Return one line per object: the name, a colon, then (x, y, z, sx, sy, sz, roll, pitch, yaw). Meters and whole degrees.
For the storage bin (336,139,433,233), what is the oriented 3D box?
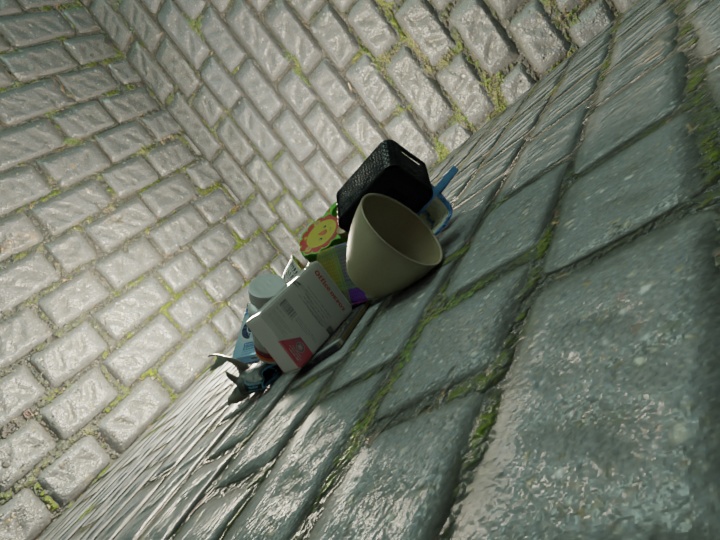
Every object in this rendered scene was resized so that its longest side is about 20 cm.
storage bin: (0.049, -0.164, 1.208, 0.200, 0.133, 0.095, -43, 35, 32)

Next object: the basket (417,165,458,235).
basket: (0.152, -0.150, 1.329, 0.176, 0.139, 0.201, -45, -8, -27)

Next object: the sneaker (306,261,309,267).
sneaker: (-0.149, 0.084, 1.535, 0.105, 0.059, 0.204, 129, 150, -49)

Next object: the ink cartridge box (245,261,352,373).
ink cartridge box: (-0.131, 0.102, 1.220, 0.200, 0.148, 0.082, -45, 12, -37)

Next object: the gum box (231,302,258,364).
gum box: (-0.274, 0.169, 1.600, 0.166, 0.045, 0.204, -14, 44, 24)

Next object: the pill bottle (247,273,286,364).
pill bottle: (-0.214, 0.117, 1.332, 0.106, 0.204, 0.111, -1, 35, 1)

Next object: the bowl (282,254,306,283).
bowl: (-0.144, 0.068, 1.413, 0.094, 0.202, 0.201, -39, 7, 0)

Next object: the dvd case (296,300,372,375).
dvd case: (-0.059, 0.145, 1.240, 0.148, 0.016, 0.200, -37, 9, 34)

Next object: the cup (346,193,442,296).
cup: (0.048, -0.034, 1.116, 0.144, 0.199, 0.201, -52, 0, 29)

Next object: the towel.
towel: (-0.029, 0.008, 1.279, 0.022, 0.148, 0.198, -17, 0, -39)

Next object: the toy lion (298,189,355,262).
toy lion: (-0.068, -0.111, 1.412, 0.188, 0.069, 0.203, -10, 44, 34)

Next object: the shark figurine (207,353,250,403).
shark figurine: (-0.302, 0.282, 1.393, 0.124, 0.218, 0.091, -13, 47, -5)

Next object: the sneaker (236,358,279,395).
sneaker: (-0.230, 0.249, 1.401, 0.080, 0.075, 0.200, -10, 22, 26)
